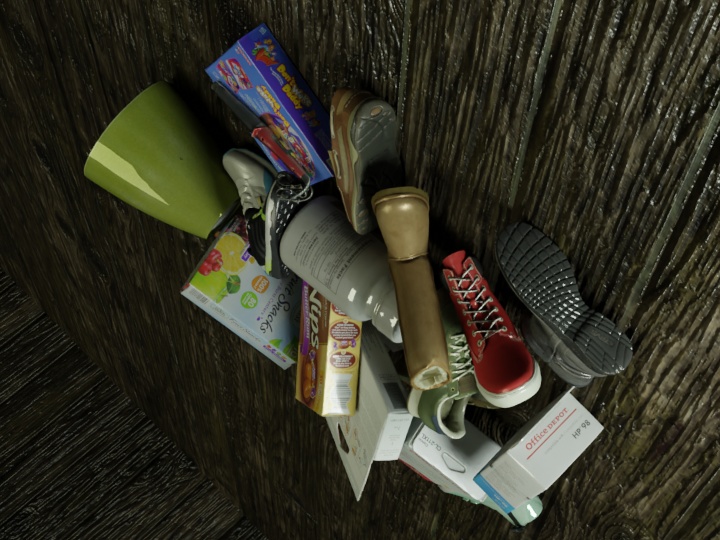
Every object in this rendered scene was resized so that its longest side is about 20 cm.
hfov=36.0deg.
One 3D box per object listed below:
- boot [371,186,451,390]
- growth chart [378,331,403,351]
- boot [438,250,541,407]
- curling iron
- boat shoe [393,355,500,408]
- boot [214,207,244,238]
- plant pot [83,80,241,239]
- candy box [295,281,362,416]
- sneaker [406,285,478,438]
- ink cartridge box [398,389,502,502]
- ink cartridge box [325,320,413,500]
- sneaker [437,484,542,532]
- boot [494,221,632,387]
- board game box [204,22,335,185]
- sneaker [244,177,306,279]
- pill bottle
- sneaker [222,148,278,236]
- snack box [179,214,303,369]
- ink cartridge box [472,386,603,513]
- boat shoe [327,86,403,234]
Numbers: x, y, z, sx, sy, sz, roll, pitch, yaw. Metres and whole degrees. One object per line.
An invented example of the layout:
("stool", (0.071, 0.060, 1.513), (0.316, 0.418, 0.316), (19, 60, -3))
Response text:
("boot", (0.065, 0.021, 1.281), (0.175, 0.066, 0.201), (60, -159, -68))
("growth chart", (0.036, 0.057, 1.581), (0.145, 0.018, 0.200), (58, 156, -6))
("boot", (0.138, 0.057, 1.262), (0.200, 0.072, 0.145), (-107, -9, -66))
("curling iron", (-0.129, -0.165, 1.401), (0.200, 0.050, 0.026), (53, -170, 12))
("boat shoe", (0.118, 0.150, 1.520), (0.200, 0.073, 0.063), (0, 123, 52))
("boot", (-0.209, -0.046, 1.807), (0.200, 0.077, 0.155), (31, 149, 9))
("plant pot", (-0.274, -0.147, 1.658), (0.200, 0.187, 0.187), (40, 157, 1))
("candy box", (-0.044, 0.097, 1.585), (0.117, 0.056, 0.201), (-161, 73, -66))
("sneaker", (0.121, 0.122, 1.396), (0.090, 0.067, 0.201), (39, 127, 43))
("ink cartridge box", (0.105, 0.248, 1.610), (0.146, 0.083, 0.200), (40, 166, -16))
("ink cartridge box", (0.006, 0.197, 1.584), (0.200, 0.043, 0.174), (-115, 33, -48))
("sneaker", (0.195, 0.341, 1.670), (0.118, 0.074, 0.200), (49, 159, -7))
("boot", (0.200, 0.046, 1.221), (0.200, 0.070, 0.132), (54, 164, 3))
("board game box", (-0.103, -0.202, 1.410), (0.200, 0.045, 0.134), (54, 157, -11))
("sneaker", (-0.127, -0.062, 1.491), (0.083, 0.072, 0.200), (33, 145, 17))
("pill bottle", (0.000, 0.000, 1.444), (0.200, 0.114, 0.115), (39, 155, 25))
("sneaker", (-0.137, -0.090, 1.599), (0.200, 0.081, 0.077), (50, 159, 2))
("snack box", (-0.149, 0.032, 1.666), (0.200, 0.142, 0.053), (38, 150, -11))
("ink cartridge box", (0.224, 0.224, 1.380), (0.067, 0.116, 0.200), (45, 157, 9))
("boat shoe", (0.001, -0.133, 1.304), (0.074, 0.076, 0.201), (41, 148, 32))
